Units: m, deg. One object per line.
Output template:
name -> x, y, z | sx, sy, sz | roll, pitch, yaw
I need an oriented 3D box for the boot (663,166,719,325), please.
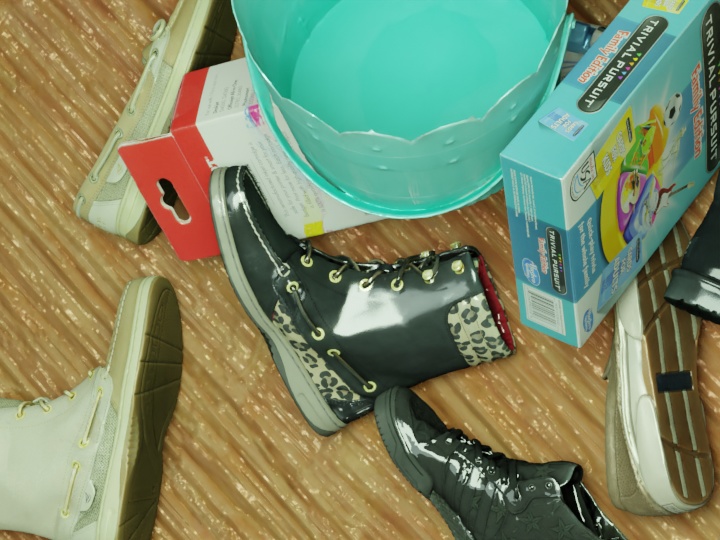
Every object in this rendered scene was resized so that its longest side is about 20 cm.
boot -> 0.306, -0.023, 1.595 | 0.199, 0.076, 0.169 | 23, 87, 11

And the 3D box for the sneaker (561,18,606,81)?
sneaker -> 0.107, -0.136, 1.685 | 0.199, 0.075, 0.087 | 25, 101, 21

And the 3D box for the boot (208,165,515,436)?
boot -> 0.000, 0.000, 1.681 | 0.153, 0.074, 0.204 | -20, 113, 15

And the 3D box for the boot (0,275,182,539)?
boot -> -0.209, 0.094, 1.784 | 0.154, 0.072, 0.201 | 9, 89, 23

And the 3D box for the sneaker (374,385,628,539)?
sneaker -> 0.101, 0.143, 1.660 | 0.104, 0.060, 0.200 | -33, 90, 24

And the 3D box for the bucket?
bucket -> 0.030, -0.139, 1.548 | 0.206, 0.135, 0.209 | -4, 66, 8

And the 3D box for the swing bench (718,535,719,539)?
swing bench -> 0.330, 0.173, 1.507 | 0.198, 0.130, 0.201 | 26, 103, -8

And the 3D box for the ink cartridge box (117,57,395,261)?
ink cartridge box -> -0.048, -0.084, 1.706 | 0.199, 0.117, 0.067 | -12, 39, 19

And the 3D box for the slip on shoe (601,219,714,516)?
slip on shoe -> 0.182, 0.058, 1.643 | 0.060, 0.076, 0.201 | -15, 79, 44

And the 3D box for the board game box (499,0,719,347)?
board game box -> 0.163, -0.075, 1.564 | 0.047, 0.151, 0.200 | 24, 57, 27

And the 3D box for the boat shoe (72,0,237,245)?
boat shoe -> -0.141, -0.121, 1.775 | 0.063, 0.073, 0.202 | 22, 101, 16
